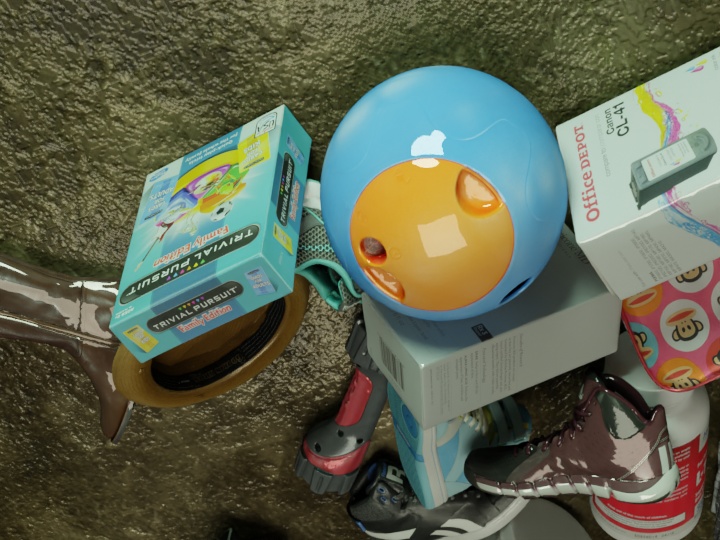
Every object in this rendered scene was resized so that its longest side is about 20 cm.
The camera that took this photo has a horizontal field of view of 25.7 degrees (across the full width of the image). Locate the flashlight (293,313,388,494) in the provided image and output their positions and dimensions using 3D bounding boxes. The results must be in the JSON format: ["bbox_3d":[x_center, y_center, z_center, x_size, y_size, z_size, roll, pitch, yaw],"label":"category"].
[{"bbox_3d":[-0.009,0.125,1.515,0.067,0.068,0.202,-19,140,-40],"label":"flashlight"}]

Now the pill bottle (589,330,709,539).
[{"bbox_3d":[0.271,0.155,1.485,0.111,0.113,0.202,-2,130,5],"label":"pill bottle"}]

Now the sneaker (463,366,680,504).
[{"bbox_3d":[0.185,0.140,1.410,0.197,0.076,0.117,-1,109,20],"label":"sneaker"}]

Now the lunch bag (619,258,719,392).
[{"bbox_3d":[0.308,-0.008,1.341,0.198,0.082,0.178,-25,89,22],"label":"lunch bag"}]

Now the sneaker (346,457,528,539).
[{"bbox_3d":[0.071,0.221,1.578,0.199,0.074,0.112,-30,123,27],"label":"sneaker"}]

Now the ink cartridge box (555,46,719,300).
[{"bbox_3d":[0.267,-0.086,1.259,0.198,0.149,0.086,-24,131,21],"label":"ink cartridge box"}]

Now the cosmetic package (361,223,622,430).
[{"bbox_3d":[0.114,0.043,1.352,0.198,0.113,0.082,-23,135,-18],"label":"cosmetic package"}]

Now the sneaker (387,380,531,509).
[{"bbox_3d":[0.098,0.132,1.481,0.129,0.080,0.201,-22,143,-11],"label":"sneaker"}]

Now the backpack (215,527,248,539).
[{"bbox_3d":[-0.132,0.398,1.673,0.149,0.179,0.201,23,132,-9],"label":"backpack"}]

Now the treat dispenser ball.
[{"bbox_3d":[0.066,-0.061,1.261,0.198,0.202,0.203,2,130,2],"label":"treat dispenser ball"}]

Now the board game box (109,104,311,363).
[{"bbox_3d":[-0.120,-0.034,1.298,0.150,0.201,0.047,-25,124,22],"label":"board game box"}]

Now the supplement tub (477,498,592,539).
[{"bbox_3d":[0.143,0.341,1.629,0.139,0.141,0.200,29,126,-20],"label":"supplement tub"}]

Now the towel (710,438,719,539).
[{"bbox_3d":[0.432,0.209,1.537,0.163,0.086,0.202,0,130,5],"label":"towel"}]

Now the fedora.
[{"bbox_3d":[-0.142,0.036,1.414,0.199,0.082,0.202,-23,147,-16],"label":"fedora"}]

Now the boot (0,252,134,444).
[{"bbox_3d":[-0.303,0.069,1.483,0.197,0.064,0.188,10,117,-8],"label":"boot"}]

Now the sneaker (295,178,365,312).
[{"bbox_3d":[0.000,0.000,1.375,0.198,0.092,0.077,23,152,-23],"label":"sneaker"}]
